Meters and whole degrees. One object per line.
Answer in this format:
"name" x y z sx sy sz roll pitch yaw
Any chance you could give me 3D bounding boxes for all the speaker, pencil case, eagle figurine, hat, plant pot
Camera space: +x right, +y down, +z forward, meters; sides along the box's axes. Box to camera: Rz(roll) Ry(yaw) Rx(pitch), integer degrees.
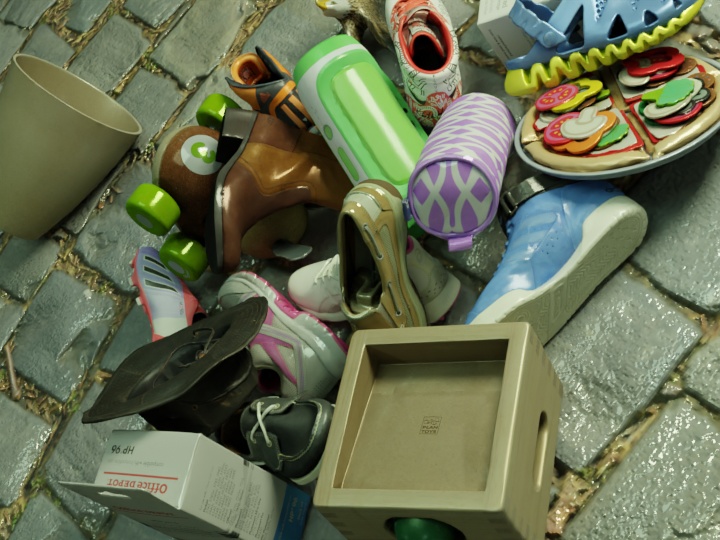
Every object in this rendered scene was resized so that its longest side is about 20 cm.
"speaker" 0.014 -0.129 1.101 0.088 0.088 0.201 -35 78 14
"pencil case" 0.097 -0.094 1.007 0.083 0.086 0.200 -13 22 21
"eagle figurine" 0.001 -0.275 1.272 0.202 0.150 0.152 67 155 13
"hat" -0.153 0.108 1.035 0.199 0.081 0.201 -28 17 9
"plant pot" -0.419 -0.149 1.481 0.201 0.186 0.187 -56 41 12

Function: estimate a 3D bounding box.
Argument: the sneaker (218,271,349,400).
"sneaker" -0.090 0.070 1.109 0.089 0.081 0.199 -52 42 -6

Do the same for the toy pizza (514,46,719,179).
"toy pizza" 0.229 -0.146 0.988 0.198 0.032 0.201 -17 32 11

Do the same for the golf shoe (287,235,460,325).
"golf shoe" 0.000 0.000 1.073 0.198 0.092 0.076 -1 48 39

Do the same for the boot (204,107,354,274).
"boot" -0.052 -0.066 1.129 0.069 0.198 0.190 117 161 -52

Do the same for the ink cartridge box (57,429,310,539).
"ink cartridge box" -0.150 0.192 0.981 0.115 0.200 0.069 -4 60 36

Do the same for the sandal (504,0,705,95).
"sandal" 0.213 -0.229 1.022 0.198 0.088 0.079 -18 9 22

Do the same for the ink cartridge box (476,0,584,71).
"ink cartridge box" 0.225 -0.298 1.113 0.198 0.087 0.147 -11 54 31

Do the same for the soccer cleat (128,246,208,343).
"soccer cleat" -0.205 0.043 1.242 0.076 0.067 0.201 -23 45 0

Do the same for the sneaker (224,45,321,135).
"sneaker" -0.102 -0.197 1.255 0.078 0.112 0.200 -49 20 -12

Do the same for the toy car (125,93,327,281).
"toy car" -0.114 -0.072 1.194 0.198 0.158 0.165 17 61 33

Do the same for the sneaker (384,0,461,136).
"sneaker" 0.062 -0.245 1.128 0.066 0.108 0.203 -10 62 2

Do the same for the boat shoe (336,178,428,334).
"boat shoe" 0.008 0.026 0.977 0.071 0.202 0.076 1 27 30

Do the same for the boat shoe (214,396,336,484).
"boat shoe" -0.074 0.146 0.995 0.200 0.067 0.073 -18 52 63

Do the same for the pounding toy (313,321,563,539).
"pounding toy" 0.057 0.167 0.901 0.182 0.142 0.202 -4 54 27

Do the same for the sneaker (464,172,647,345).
"sneaker" 0.142 -0.009 0.978 0.200 0.077 0.111 -44 47 1
